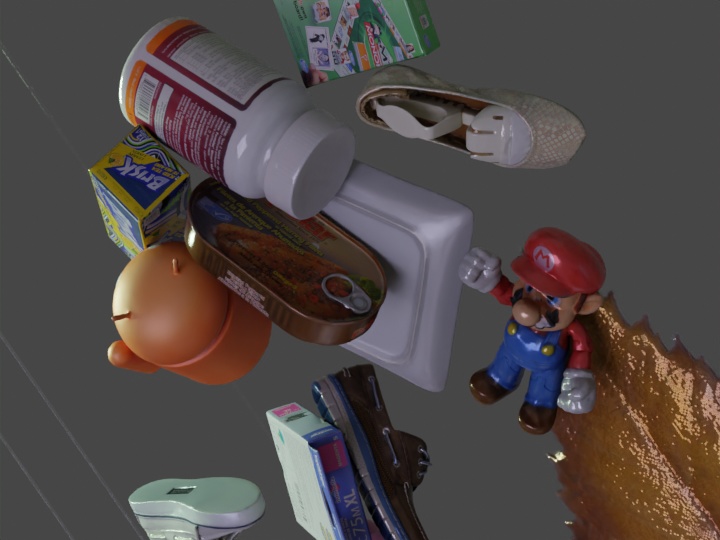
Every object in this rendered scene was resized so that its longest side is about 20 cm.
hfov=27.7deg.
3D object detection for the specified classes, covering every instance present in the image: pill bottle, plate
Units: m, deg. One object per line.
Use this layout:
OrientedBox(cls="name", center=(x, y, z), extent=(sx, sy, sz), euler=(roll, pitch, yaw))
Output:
OrientedBox(cls="pill bottle", center=(-0.108, -0.132, 1.282), extent=(0.199, 0.109, 0.111), euler=(33, 130, 22))
OrientedBox(cls="plate", center=(0.000, 0.000, 1.335), extent=(0.198, 0.032, 0.202), euler=(24, 126, 23))

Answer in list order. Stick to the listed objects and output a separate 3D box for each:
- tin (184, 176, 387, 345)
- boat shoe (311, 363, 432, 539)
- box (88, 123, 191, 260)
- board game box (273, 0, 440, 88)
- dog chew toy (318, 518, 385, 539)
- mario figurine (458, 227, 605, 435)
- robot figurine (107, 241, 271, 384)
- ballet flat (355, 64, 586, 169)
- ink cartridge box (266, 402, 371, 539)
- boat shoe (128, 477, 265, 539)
OrientedBox(cls="tin", center=(-0.067, -0.011, 1.284), extent=(0.199, 0.112, 0.042), euler=(37, 140, 16))
OrientedBox(cls="boat shoe", center=(0.028, 0.179, 1.363), extent=(0.202, 0.072, 0.072), euler=(63, 169, 8))
OrientedBox(cls="box", center=(-0.199, -0.059, 1.361), extent=(0.070, 0.064, 0.200), euler=(44, 165, 8))
OrientedBox(cls="board game box", center=(-0.025, -0.262, 1.211), extent=(0.133, 0.029, 0.202), euler=(-8, 109, 38))
OrientedBox(cls="dog chew toy", center=(0.039, 0.307, 1.421), extent=(0.199, 0.124, 0.126), euler=(26, 128, 32))
OrientedBox(cls="mario figurine", center=(0.137, 0.053, 1.210), extent=(0.121, 0.107, 0.202), euler=(5, 132, -5))
OrientedBox(cls="robot figurine", center=(-0.154, 0.039, 1.362), extent=(0.142, 0.200, 0.118), euler=(1, 77, 21))
OrientedBox(cls="ballet flat", center=(0.085, -0.116, 1.188), extent=(0.198, 0.062, 0.068), euler=(17, 127, 28))
OrientedBox(cls="ink cartridge box", center=(-0.037, 0.200, 1.387), extent=(0.200, 0.041, 0.121), euler=(-163, 56, -75))
OrientedBox(cls="boat shoe", center=(-0.169, 0.279, 1.583), extent=(0.200, 0.074, 0.087), euler=(-7, 110, 41))
